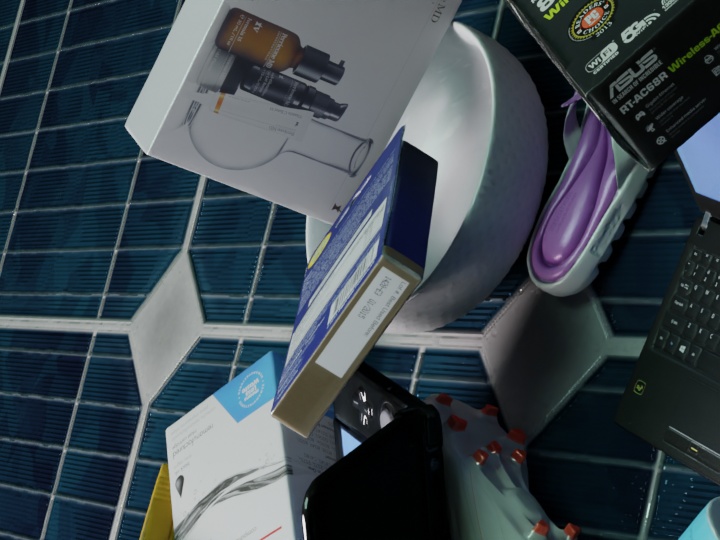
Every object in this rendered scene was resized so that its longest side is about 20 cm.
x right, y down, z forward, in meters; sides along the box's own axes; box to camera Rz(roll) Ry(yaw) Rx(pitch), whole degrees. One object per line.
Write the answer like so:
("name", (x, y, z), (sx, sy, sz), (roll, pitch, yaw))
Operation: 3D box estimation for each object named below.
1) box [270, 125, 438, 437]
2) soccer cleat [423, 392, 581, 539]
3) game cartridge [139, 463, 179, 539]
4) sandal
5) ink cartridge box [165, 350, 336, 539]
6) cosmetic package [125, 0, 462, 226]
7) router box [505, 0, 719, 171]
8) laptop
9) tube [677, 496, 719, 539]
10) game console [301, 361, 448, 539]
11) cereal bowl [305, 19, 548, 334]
("box", (0.000, 0.000, 1.244), (0.121, 0.032, 0.200), (-55, 11, 24))
("soccer cleat", (0.074, 0.145, 1.225), (0.078, 0.069, 0.200), (-61, 35, 21))
("game cartridge", (-0.156, 0.260, 1.459), (0.200, 0.032, 0.177), (-79, 4, -58))
("sandal", (0.143, -0.084, 1.251), (0.082, 0.050, 0.204), (14, 84, 57))
("ink cartridge box", (-0.063, 0.170, 1.410), (0.116, 0.067, 0.201), (-37, 44, 30))
("cosmetic package", (-0.034, -0.142, 1.306), (0.201, 0.150, 0.052), (-62, 34, 13))
("router box", (0.178, -0.163, 1.066), (0.200, 0.062, 0.150), (-41, 30, 8))
("laptop", (0.184, 0.004, 1.089), (0.177, 0.103, 0.201), (31, 100, 59))
("tube", (0.148, 0.202, 1.102), (0.201, 0.050, 0.078), (-58, 26, 30))
("game console", (-0.010, 0.174, 1.218), (0.176, 0.116, 0.201), (30, 128, 59))
("cereal bowl", (0.053, -0.052, 1.344), (0.200, 0.083, 0.201), (-34, 47, 46))
